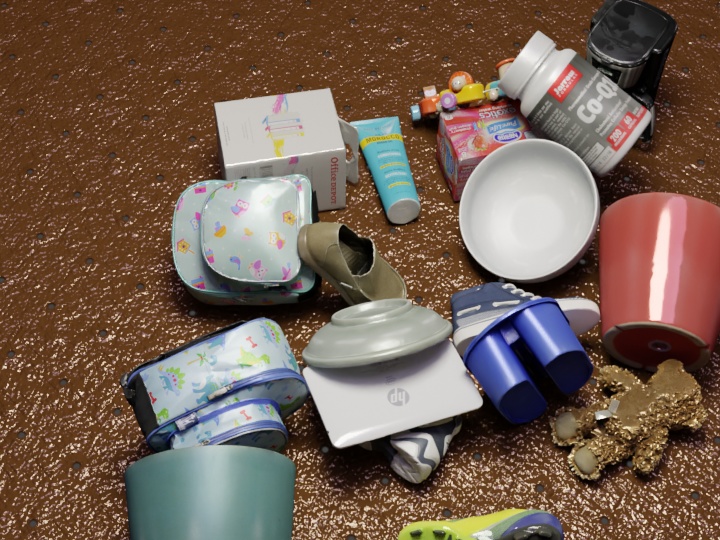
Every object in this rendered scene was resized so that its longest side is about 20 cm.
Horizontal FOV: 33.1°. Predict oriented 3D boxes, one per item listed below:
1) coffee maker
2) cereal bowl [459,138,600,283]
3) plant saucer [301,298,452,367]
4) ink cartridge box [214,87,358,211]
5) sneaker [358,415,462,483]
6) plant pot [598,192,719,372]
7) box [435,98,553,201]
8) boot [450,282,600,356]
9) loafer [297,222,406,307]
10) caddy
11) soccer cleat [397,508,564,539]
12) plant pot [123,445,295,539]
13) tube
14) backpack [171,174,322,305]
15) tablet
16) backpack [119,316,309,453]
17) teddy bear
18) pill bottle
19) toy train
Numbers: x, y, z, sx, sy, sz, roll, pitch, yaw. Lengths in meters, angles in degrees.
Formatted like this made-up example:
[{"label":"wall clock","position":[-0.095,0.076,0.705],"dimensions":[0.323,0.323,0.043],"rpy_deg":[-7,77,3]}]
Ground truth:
[{"label":"coffee maker","position":[0.391,-0.308,1.820],"dimensions":[0.133,0.201,0.194],"rpy_deg":[11,54,6]},{"label":"cereal bowl","position":[0.241,-0.077,1.698],"dimensions":[0.197,0.083,0.203],"rpy_deg":[-5,76,19]},{"label":"plant saucer","position":[0.018,0.073,1.547],"dimensions":[0.197,0.200,0.051],"rpy_deg":[-13,99,-11]},{"label":"ink cartridge box","position":[-0.103,-0.167,1.749],"dimensions":[0.197,0.129,0.126],"rpy_deg":[-9,54,-9]},{"label":"sneaker","position":[0.044,0.166,1.544],"dimensions":[0.198,0.080,0.129],"rpy_deg":[32,51,28]},{"label":"plant pot","position":[0.401,0.025,1.594],"dimensions":[0.197,0.201,0.179],"rpy_deg":[12,62,7]},{"label":"box","position":[0.219,-0.184,1.789],"dimensions":[0.197,0.096,0.101],"rpy_deg":[-12,53,-10]},{"label":"boot","position":[0.215,0.049,1.616],"dimensions":[0.197,0.073,0.091],"rpy_deg":[-12,49,9]},{"label":"loafer","position":[0.000,0.000,1.603],"dimensions":[0.067,0.199,0.077],"rpy_deg":[-13,57,41]},{"label":"caddy","position":[0.206,0.106,1.517],"dimensions":[0.140,0.200,0.106],"rpy_deg":[-33,63,6]},{"label":"soccer cleat","position":[0.144,0.322,1.450],"dimensions":[0.197,0.066,0.084],"rpy_deg":[-4,11,8]},{"label":"plant pot","position":[-0.168,0.307,1.367],"dimensions":[0.197,0.201,0.163],"rpy_deg":[-3,64,-3]},{"label":"tube","position":[0.042,-0.157,1.802],"dimensions":[0.076,0.051,0.202],"rpy_deg":[-4,48,-14]},{"label":"backpack","position":[-0.158,-0.041,1.632],"dimensions":[0.197,0.153,0.179],"rpy_deg":[-4,82,6]},{"label":"tablet","position":[0.039,0.145,1.499],"dimensions":[0.197,0.014,0.131],"rpy_deg":[-14,48,-15]},{"label":"backpack","position":[-0.160,0.163,1.462],"dimensions":[0.198,0.183,0.148],"rpy_deg":[-27,68,-6]},{"label":"teddy bear","position":[0.340,0.193,1.546],"dimensions":[0.199,0.067,0.145],"rpy_deg":[-38,53,-18]},{"label":"pill bottle","position":[0.296,-0.234,1.688],"dimensions":[0.199,0.114,0.114],"rpy_deg":[39,59,2]},{"label":"toy train","position":[0.170,-0.272,1.809],"dimensions":[0.197,0.150,0.056],"rpy_deg":[-11,92,2]}]
